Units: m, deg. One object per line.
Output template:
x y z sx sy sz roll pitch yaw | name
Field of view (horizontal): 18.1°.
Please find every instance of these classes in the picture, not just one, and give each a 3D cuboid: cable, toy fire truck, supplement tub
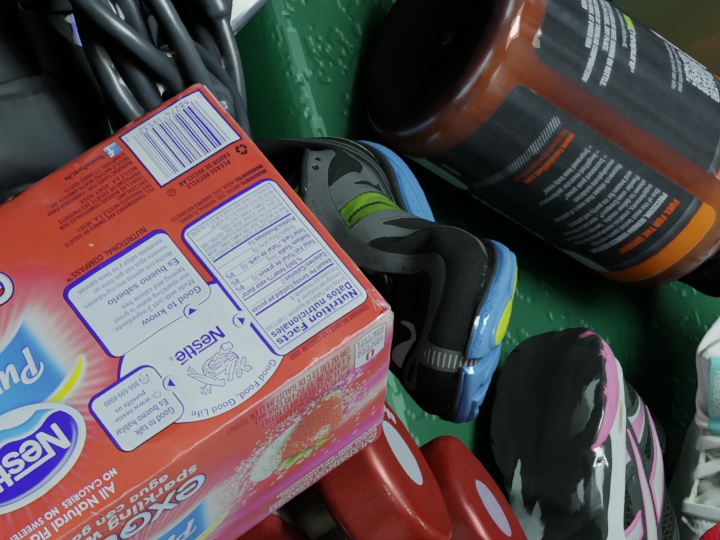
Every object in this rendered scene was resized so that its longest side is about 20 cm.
-0.073 -0.106 0.789 0.164 0.050 0.201 75 6 -59 | cable
-0.032 0.063 0.822 0.200 0.112 0.169 36 24 -59 | toy fire truck
0.105 -0.060 1.014 0.199 0.107 0.108 30 54 -29 | supplement tub

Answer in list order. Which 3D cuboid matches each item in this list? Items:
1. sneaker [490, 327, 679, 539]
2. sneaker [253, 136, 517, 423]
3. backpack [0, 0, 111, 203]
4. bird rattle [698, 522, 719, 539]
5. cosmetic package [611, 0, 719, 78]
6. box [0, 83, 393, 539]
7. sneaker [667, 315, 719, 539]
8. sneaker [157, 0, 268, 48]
0.101 0.128 0.949 0.086 0.080 0.201 35 56 -38 | sneaker
0.000 0.000 0.868 0.082 0.200 0.071 9 110 -26 | sneaker
-0.183 -0.056 0.723 0.189 0.154 0.202 -8 84 -36 | backpack
0.217 0.156 0.854 0.200 0.113 0.163 37 53 23 | bird rattle
0.220 -0.121 1.077 0.105 0.200 0.071 30 54 -27 | cosmetic package
-0.097 0.050 0.669 0.199 0.096 0.100 -34 68 -18 | box
0.167 0.069 0.992 0.088 0.075 0.201 36 71 -56 | sneaker
-0.071 -0.186 0.938 0.146 0.077 0.203 38 58 -12 | sneaker
